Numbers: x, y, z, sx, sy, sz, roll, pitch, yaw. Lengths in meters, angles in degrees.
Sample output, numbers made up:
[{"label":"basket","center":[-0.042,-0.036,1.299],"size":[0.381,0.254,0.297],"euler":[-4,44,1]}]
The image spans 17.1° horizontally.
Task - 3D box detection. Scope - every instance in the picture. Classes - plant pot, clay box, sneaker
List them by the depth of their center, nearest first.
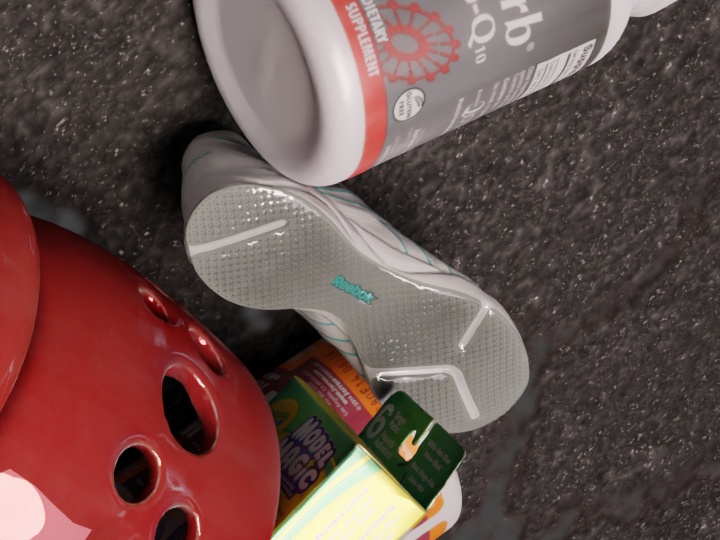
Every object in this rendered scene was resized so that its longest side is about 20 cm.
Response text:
[{"label":"plant pot","center":[-0.156,0.066,0.907],"size":[0.200,0.200,0.183],"euler":[-45,137,-3]},{"label":"clay box","center":[-0.051,0.121,0.982],"size":[0.200,0.115,0.048],"euler":[-47,109,-2]},{"label":"sneaker","center":[0.000,0.000,1.049],"size":[0.070,0.080,0.200],"euler":[-43,124,15]}]

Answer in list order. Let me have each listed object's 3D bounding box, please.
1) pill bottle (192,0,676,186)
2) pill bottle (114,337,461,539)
[{"label":"pill bottle","center":[0.041,-0.123,0.992],"size":[0.199,0.116,0.116],"euler":[-26,136,-24]},{"label":"pill bottle","center":[-0.060,0.124,1.105],"size":[0.200,0.110,0.110],"euler":[-33,138,-17]}]
